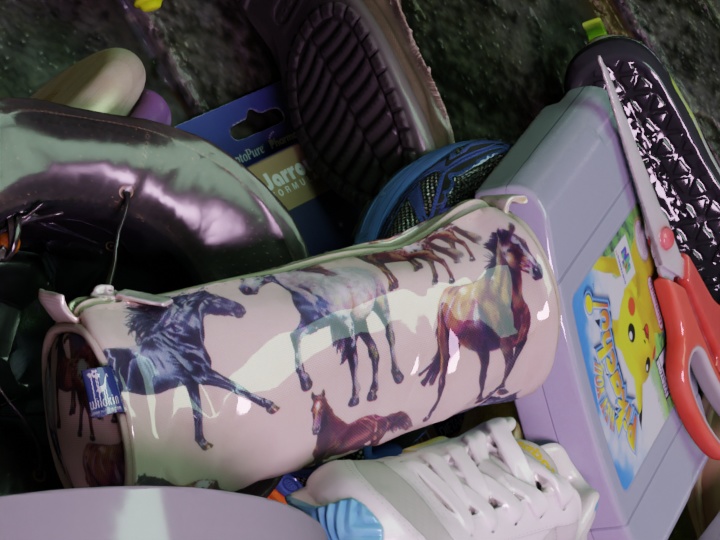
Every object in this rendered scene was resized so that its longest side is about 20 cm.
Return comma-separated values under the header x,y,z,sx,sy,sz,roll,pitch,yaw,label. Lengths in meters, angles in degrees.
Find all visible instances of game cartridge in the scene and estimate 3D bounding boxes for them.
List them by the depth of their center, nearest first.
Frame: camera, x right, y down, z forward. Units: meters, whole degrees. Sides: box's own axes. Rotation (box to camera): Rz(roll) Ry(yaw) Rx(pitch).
x,y,z,sx,sy,sz,roll,pitch,yaw,label
0.105,0.034,1.105,0.133,0.040,0.200,-47,125,-52,game cartridge

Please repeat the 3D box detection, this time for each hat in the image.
x,y,z,sx,sy,sz,roll,pitch,yaw,label
-0.120,0.030,0.997,0.200,0.081,0.201,4,80,-22,hat

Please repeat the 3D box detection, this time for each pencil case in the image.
x,y,z,sx,sy,sz,roll,pitch,yaw,label
-0.021,0.029,0.950,0.200,0.078,0.090,-16,112,-23,pencil case

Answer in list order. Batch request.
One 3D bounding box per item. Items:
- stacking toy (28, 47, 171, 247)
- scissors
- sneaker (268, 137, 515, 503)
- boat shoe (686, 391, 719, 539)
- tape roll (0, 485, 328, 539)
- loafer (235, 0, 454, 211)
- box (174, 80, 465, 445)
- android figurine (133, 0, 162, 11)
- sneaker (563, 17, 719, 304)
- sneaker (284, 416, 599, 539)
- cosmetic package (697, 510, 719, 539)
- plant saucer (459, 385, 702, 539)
x,y,z,sx,sy,sz,roll,pitch,yaw,label
-0.072,0.003,1.077,0.200,0.085,0.085,51,42,-18,stacking toy
0.137,0.000,1.120,0.200,0.014,0.073,59,47,-33,scissors
0.027,0.023,1.062,0.075,0.078,0.200,47,58,-28,sneaker
0.203,0.132,1.214,0.071,0.065,0.200,-13,107,-40,boat shoe
-0.106,0.136,0.873,0.200,0.200,0.066,11,61,-40,tape roll
0.001,-0.109,1.176,0.071,0.073,0.200,0,52,-39,loafer
0.000,0.000,1.179,0.121,0.032,0.200,-29,89,-48,box
-0.103,-0.212,1.121,0.182,0.041,0.200,-11,81,-30,android figurine
0.166,-0.042,1.333,0.083,0.072,0.200,-72,142,-75,sneaker
0.035,0.094,0.977,0.077,0.081,0.200,48,9,18,sneaker
0.165,0.203,1.125,0.101,0.071,0.200,44,77,-18,cosmetic package
0.107,0.072,1.191,0.200,0.048,0.200,60,34,-38,plant saucer
